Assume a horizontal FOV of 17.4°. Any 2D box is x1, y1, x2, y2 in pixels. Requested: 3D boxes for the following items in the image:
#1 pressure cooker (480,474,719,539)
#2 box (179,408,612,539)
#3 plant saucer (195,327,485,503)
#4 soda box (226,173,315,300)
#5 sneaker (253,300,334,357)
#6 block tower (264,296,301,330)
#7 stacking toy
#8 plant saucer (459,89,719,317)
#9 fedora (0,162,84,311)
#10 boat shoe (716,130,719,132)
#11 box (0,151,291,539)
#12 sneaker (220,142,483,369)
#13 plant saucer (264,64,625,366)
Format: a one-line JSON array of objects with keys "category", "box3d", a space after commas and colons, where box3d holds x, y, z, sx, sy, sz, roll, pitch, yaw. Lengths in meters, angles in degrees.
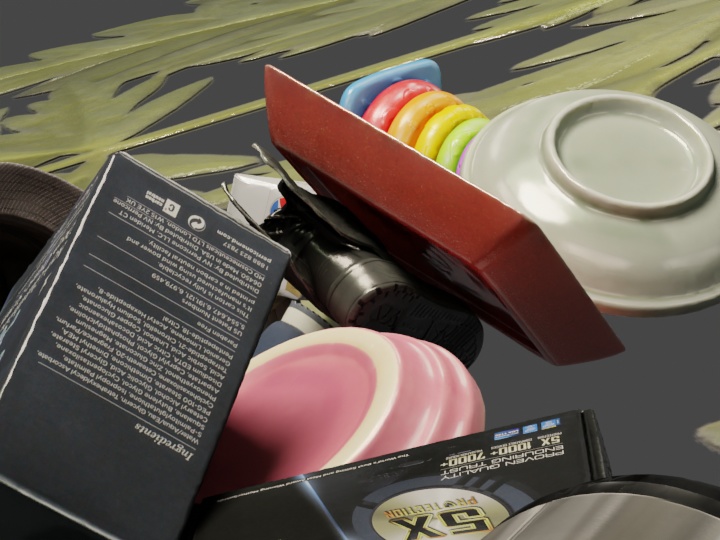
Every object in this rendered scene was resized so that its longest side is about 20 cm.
[{"category": "pressure cooker", "box3d": [0.085, 0.162, 0.757, 0.176, 0.179, 0.200, 35, 32, 13]}, {"category": "box", "box3d": [0.021, 0.148, 1.037, 0.199, 0.086, 0.164, -14, 17, 7]}, {"category": "plant saucer", "box3d": [-0.034, 0.097, 1.208, 0.200, 0.051, 0.201, -25, 30, 15]}, {"category": "soda box", "box3d": [-0.023, -0.019, 1.509, 0.064, 0.068, 0.200, 14, 4, 20]}, {"category": "sneaker", "box3d": [-0.016, 0.086, 1.346, 0.082, 0.070, 0.200, -46, 26, -5]}, {"category": "block tower", "box3d": [-0.096, 0.072, 1.451, 0.058, 0.054, 0.200, -6, 20, 29]}, {"category": "stacking toy", "box3d": [0.081, -0.074, 1.718, 0.110, 0.116, 0.200, -23, 31, -39]}, {"category": "plant saucer", "box3d": [0.162, -0.058, 1.459, 0.200, 0.050, 0.200, 5, 44, -4]}, {"category": "fedora", "box3d": [-0.222, 0.043, 1.347, 0.177, 0.201, 0.090, 17, -15, -36]}, {"category": "boat shoe", "box3d": [0.196, -0.037, 1.530, 0.199, 0.071, 0.069, -13, 41, -17]}, {"category": "box", "box3d": [-0.135, 0.072, 1.152, 0.148, 0.107, 0.200, -46, 18, 48]}, {"category": "sneaker", "box3d": [-0.002, 0.002, 1.347, 0.060, 0.104, 0.200, -47, -28, 4]}, {"category": "plant saucer", "box3d": [0.042, -0.021, 1.350, 0.200, 0.200, 0.037, 31, 82, 30]}]
